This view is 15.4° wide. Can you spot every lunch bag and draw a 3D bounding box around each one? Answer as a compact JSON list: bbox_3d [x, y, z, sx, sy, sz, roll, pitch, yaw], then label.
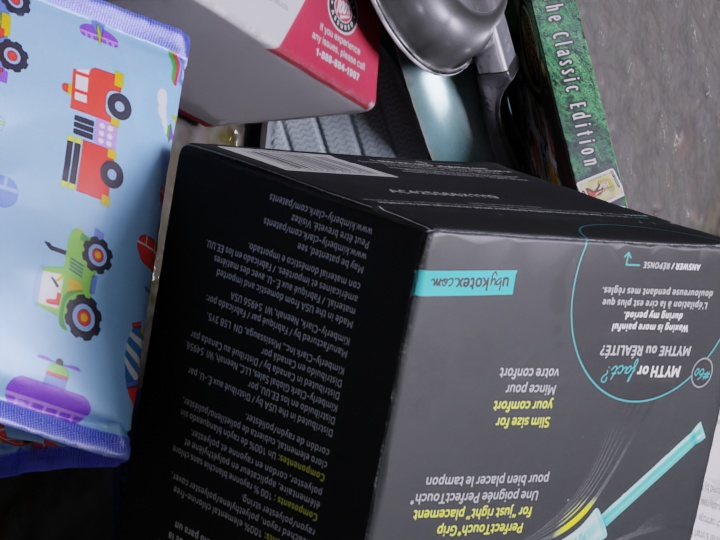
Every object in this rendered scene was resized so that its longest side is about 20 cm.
[{"bbox_3d":[-0.162,-0.034,0.824,0.200,0.094,0.151,25,63,-43],"label":"lunch bag"}]

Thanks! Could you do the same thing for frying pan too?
[{"bbox_3d":[0.038,-0.097,1.042,0.115,0.031,0.190,-24,100,-61],"label":"frying pan"}]

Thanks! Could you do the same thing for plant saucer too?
[{"bbox_3d":[0.042,-0.102,1.155,0.200,0.027,0.200,-15,90,-78],"label":"plant saucer"}]

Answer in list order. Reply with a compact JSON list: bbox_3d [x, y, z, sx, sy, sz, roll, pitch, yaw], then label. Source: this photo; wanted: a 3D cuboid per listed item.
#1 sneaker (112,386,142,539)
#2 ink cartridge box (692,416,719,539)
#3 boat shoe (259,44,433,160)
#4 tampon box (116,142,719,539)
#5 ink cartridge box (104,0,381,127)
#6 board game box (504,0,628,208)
[{"bbox_3d":[-0.040,0.117,1.016,0.078,0.070,0.200,-44,130,-55],"label":"sneaker"},{"bbox_3d":[0.134,0.104,1.296,0.146,0.084,0.200,23,67,-58],"label":"ink cartridge box"},{"bbox_3d":[0.000,0.000,1.112,0.067,0.074,0.200,101,-20,-85],"label":"boat shoe"},{"bbox_3d":[0.017,0.071,0.880,0.150,0.126,0.200,3,103,-41],"label":"tampon box"},{"bbox_3d":[-0.055,-0.171,1.008,0.148,0.086,0.200,28,61,-55],"label":"ink cartridge box"},{"bbox_3d":[0.077,-0.086,1.110,0.105,0.023,0.200,91,-12,-73],"label":"board game box"}]
